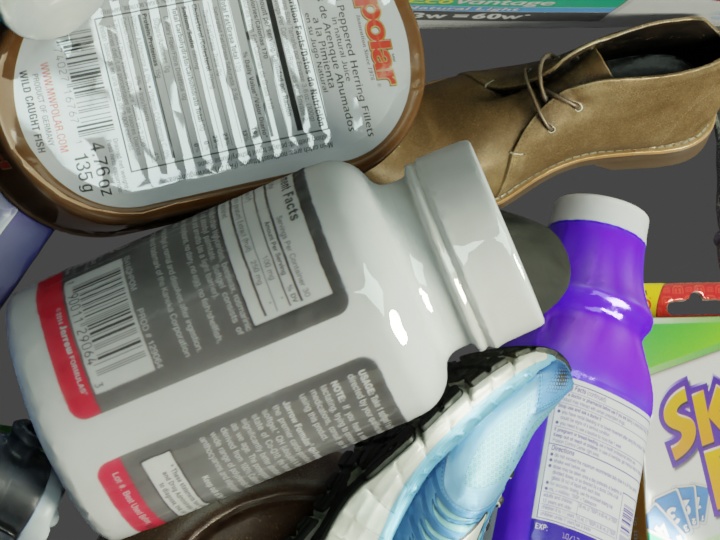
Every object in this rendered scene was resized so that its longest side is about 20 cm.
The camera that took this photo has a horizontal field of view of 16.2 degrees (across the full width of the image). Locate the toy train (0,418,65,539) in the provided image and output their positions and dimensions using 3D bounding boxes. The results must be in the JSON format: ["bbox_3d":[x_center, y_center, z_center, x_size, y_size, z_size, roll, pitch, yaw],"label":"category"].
[{"bbox_3d":[-0.208,0.080,1.000,0.200,0.087,0.114,29,112,-18],"label":"toy train"}]

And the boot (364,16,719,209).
[{"bbox_3d":[0.077,-0.077,1.160,0.199,0.076,0.074,-14,66,-17],"label":"boot"}]

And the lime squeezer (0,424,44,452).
[{"bbox_3d":[-0.061,0.060,1.105,0.199,0.038,0.071,-20,70,-24],"label":"lime squeezer"}]

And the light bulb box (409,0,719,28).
[{"bbox_3d":[0.103,-0.217,1.152,0.197,0.125,0.201,-1,84,-8],"label":"light bulb box"}]

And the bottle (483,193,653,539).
[{"bbox_3d":[0.094,0.065,1.164,0.083,0.065,0.201,27,67,-41],"label":"bottle"}]

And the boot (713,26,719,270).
[{"bbox_3d":[0.238,-0.104,1.260,0.181,0.073,0.201,-1,78,-25],"label":"boot"}]

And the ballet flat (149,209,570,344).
[{"bbox_3d":[0.000,0.000,1.106,0.199,0.068,0.068,-5,71,-9],"label":"ballet flat"}]

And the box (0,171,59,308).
[{"bbox_3d":[-0.217,-0.067,1.041,0.200,0.079,0.141,38,68,-16],"label":"box"}]

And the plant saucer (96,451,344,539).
[{"bbox_3d":[-0.033,0.174,1.117,0.199,0.034,0.201,3,82,-23],"label":"plant saucer"}]

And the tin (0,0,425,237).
[{"bbox_3d":[-0.064,-0.079,1.052,0.199,0.042,0.112,-14,94,-26],"label":"tin"}]

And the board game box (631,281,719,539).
[{"bbox_3d":[0.172,0.104,1.223,0.095,0.030,0.201,-1,82,-25],"label":"board game box"}]

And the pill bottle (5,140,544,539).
[{"bbox_3d":[-0.032,0.023,1.020,0.199,0.111,0.111,-22,93,3],"label":"pill bottle"}]

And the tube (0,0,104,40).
[{"bbox_3d":[-0.169,-0.163,1.031,0.077,0.200,0.051,-16,132,-28],"label":"tube"}]

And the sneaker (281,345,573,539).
[{"bbox_3d":[0.028,0.116,1.095,0.090,0.078,0.200,43,78,-12],"label":"sneaker"}]
